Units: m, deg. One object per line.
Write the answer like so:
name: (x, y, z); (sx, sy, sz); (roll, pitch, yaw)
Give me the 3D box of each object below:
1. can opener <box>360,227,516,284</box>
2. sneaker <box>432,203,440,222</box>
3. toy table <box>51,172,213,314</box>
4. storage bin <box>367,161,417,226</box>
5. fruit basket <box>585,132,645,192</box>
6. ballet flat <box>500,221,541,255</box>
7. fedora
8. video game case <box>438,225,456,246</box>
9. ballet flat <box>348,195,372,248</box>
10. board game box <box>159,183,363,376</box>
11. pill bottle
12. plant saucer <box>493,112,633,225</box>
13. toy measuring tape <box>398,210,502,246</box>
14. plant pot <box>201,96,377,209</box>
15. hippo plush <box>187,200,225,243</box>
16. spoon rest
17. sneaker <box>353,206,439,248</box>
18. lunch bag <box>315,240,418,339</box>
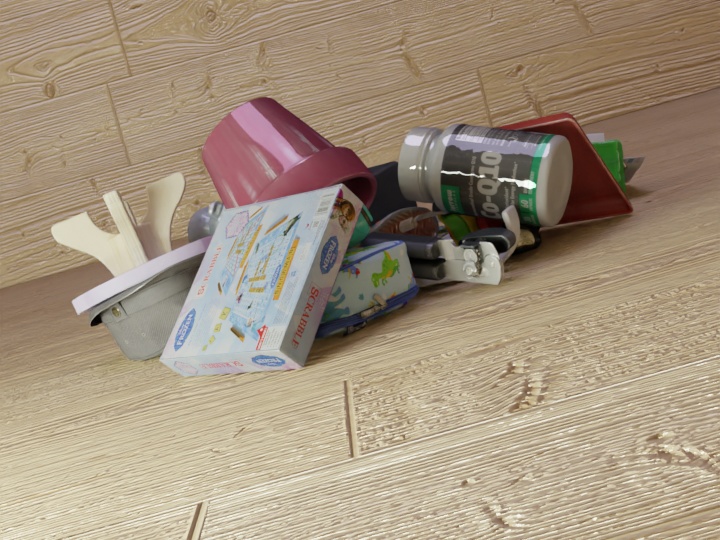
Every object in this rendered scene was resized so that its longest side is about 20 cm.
can opener: (0.089, -0.018, 1.358); (0.198, 0.053, 0.066); (3, 28, 38)
sneaker: (0.191, -0.125, 1.702); (0.198, 0.100, 0.071); (-1, 11, 26)
toy table: (-0.297, -0.038, 1.518); (0.199, 0.118, 0.184); (-24, 0, -18)
storage bin: (-0.015, -0.076, 1.719); (0.199, 0.147, 0.134); (-31, 11, -39)
fruit basket: (0.329, -0.150, 1.780); (0.183, 0.095, 0.200); (-5, -1, 6)
ballet flat: (0.197, -0.053, 1.500); (0.066, 0.057, 0.200); (-12, 8, 12)
fedora: (-0.248, 0.054, 1.490); (0.199, 0.091, 0.177); (-25, 0, 27)
video game case: (0.118, -0.042, 1.723); (0.180, 0.023, 0.200); (-12, 9, 26)
ballet flat: (-0.031, -0.055, 1.377); (0.070, 0.068, 0.200); (-36, 4, -3)
board game box: (-0.107, 0.013, 1.249); (0.198, 0.041, 0.202); (-7, 53, 44)
pill bottle: (0.155, -0.122, 1.456); (0.198, 0.114, 0.113); (9, 18, 26)
plant saucer: (0.237, -0.134, 1.552); (0.198, 0.200, 0.037); (-8, 52, 36)
toy measuring tape: (0.129, -0.051, 1.535); (0.073, 0.074, 0.199); (-8, 6, 42)
plant pot: (-0.107, -0.118, 1.526); (0.199, 0.179, 0.200); (-37, -17, -13)
hippo plush: (-0.186, -0.017, 1.616); (0.199, 0.163, 0.159); (-8, 10, 43)
spoon rest: (0.109, -0.009, 1.417); (0.199, 0.061, 0.099); (-27, 3, 26)
sneaker: (0.017, -0.030, 1.607); (0.199, 0.072, 0.080); (-29, 10, -29)
lunch bag: (-0.041, 0.022, 1.344); (0.160, 0.083, 0.199); (-23, 11, -41)
